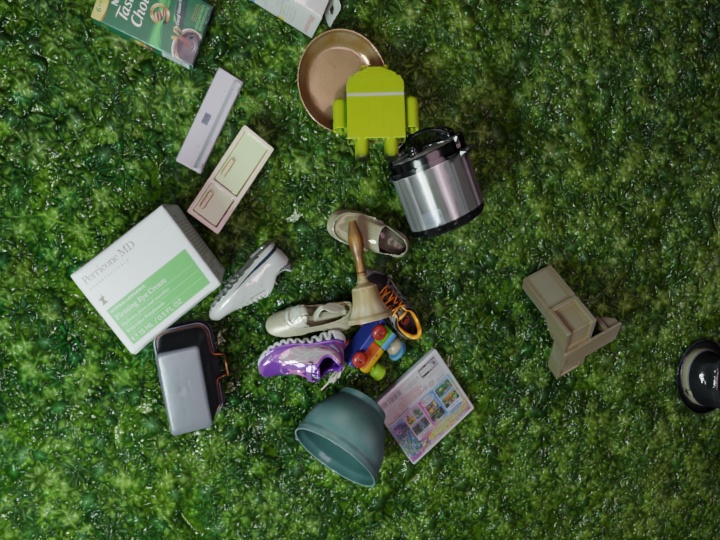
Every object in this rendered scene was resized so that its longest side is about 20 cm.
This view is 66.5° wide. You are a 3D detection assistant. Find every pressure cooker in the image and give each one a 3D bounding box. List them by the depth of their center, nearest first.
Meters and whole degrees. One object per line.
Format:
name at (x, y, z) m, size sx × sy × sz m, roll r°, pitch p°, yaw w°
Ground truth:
pressure cooker at (0.156, -0.193, 1.147) m, size 0.171 × 0.178 × 0.206 m, roll -26°, pitch 103°, yaw -7°

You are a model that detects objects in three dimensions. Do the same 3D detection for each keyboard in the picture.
keyboard at (-0.302, -0.299, 1.099) m, size 0.055 × 0.011 × 0.206 m, roll 25°, pitch 89°, yaw -11°

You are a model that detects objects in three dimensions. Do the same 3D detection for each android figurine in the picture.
android figurine at (0.030, -0.321, 1.107) m, size 0.174 × 0.041 × 0.209 m, roll -3°, pitch 79°, yaw 0°

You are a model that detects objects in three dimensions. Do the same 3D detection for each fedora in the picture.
fedora at (0.940, 0.292, 1.457) m, size 0.193 × 0.091 × 0.209 m, roll -2°, pitch 97°, yaw -15°

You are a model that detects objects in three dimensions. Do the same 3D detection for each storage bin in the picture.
storage bin at (-0.332, 0.216, 1.084) m, size 0.140 × 0.134 × 0.208 m, roll -10°, pitch 100°, yaw -13°

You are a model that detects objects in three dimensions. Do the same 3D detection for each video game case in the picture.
video game case at (0.147, 0.317, 1.283) m, size 0.198 × 0.024 × 0.184 m, roll -39°, pitch 105°, yaw -9°

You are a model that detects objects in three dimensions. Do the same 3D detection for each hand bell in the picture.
hand bell at (0.000, 0.000, 1.136) m, size 0.100 × 0.104 × 0.208 m, roll -12°, pitch 92°, yaw -13°

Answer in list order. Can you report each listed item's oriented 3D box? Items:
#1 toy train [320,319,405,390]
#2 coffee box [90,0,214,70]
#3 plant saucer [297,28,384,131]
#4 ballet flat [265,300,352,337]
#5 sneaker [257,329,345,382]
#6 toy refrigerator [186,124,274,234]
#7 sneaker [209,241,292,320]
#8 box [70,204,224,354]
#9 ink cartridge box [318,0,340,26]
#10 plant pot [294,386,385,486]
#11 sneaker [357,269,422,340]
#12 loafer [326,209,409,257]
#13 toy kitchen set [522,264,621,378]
toy train at (0.009, 0.206, 1.209) m, size 0.115 × 0.084 × 0.202 m, roll 40°, pitch 85°, yaw -29°
coffee box at (-0.389, -0.482, 1.034) m, size 0.194 × 0.044 × 0.127 m, roll 23°, pitch 90°, yaw -16°
plant saucer at (-0.039, -0.391, 1.144) m, size 0.192 × 0.035 × 0.209 m, roll -2°, pitch 97°, yaw -15°
ballet flat at (-0.103, 0.096, 1.164) m, size 0.192 × 0.069 × 0.073 m, roll -5°, pitch 98°, yaw -20°
sneaker at (-0.117, 0.192, 1.148) m, size 0.193 × 0.090 × 0.082 m, roll -13°, pitch 141°, yaw -7°
toy refrigerator at (-0.258, -0.180, 1.092) m, size 0.075 × 0.070 × 0.203 m, roll 35°, pitch 87°, yaw -16°
sneaker at (-0.227, 0.036, 1.127) m, size 0.200 × 0.076 × 0.081 m, roll -45°, pitch 114°, yaw -5°
box at (-0.377, 0.005, 1.013) m, size 0.197 × 0.200 × 0.174 m, roll -38°, pitch 102°, yaw -6°
ink cartridge box at (-0.123, -0.561, 1.055) m, size 0.195 × 0.128 × 0.129 m, roll 25°, pitch 90°, yaw -17°
plant pot at (-0.025, 0.338, 1.167) m, size 0.200 × 0.198 × 0.136 m, roll 43°, pitch 58°, yaw -15°
sneaker at (0.072, 0.076, 1.207) m, size 0.078 × 0.077 × 0.200 m, roll -46°, pitch 104°, yaw -4°
loafer at (0.023, -0.080, 1.180) m, size 0.193 × 0.068 × 0.079 m, roll 14°, pitch 93°, yaw -16°
toy kitchen set at (0.505, 0.110, 1.332) m, size 0.159 × 0.183 × 0.203 m, roll -24°, pitch 142°, yaw -8°
